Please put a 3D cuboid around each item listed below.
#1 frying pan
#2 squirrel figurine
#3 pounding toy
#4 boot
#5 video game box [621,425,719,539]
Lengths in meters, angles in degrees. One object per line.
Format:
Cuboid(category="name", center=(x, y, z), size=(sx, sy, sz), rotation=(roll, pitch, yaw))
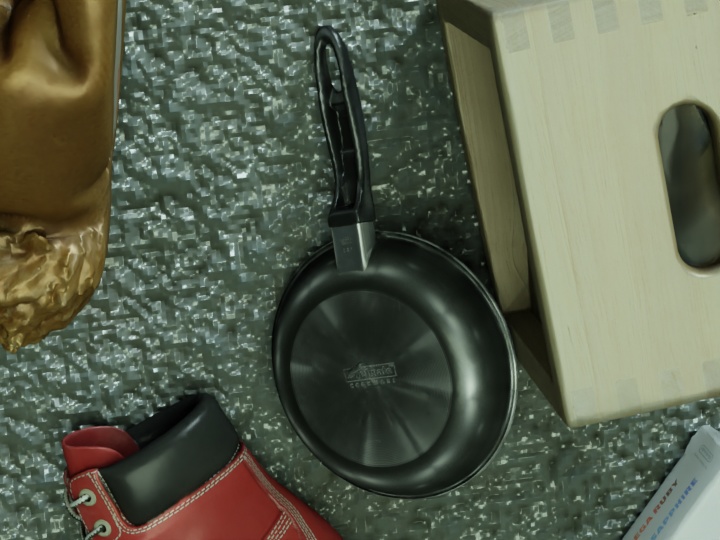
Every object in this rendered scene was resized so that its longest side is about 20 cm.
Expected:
Cuboid(category="frying pan", center=(0.015, 0.006, 1.039), size=(0.114, 0.031, 0.191), rotation=(16, 110, 23))
Cuboid(category="squirrel figurine", center=(-0.185, -0.061, 0.959), size=(0.186, 0.142, 0.201), rotation=(4, 104, -4))
Cuboid(category="pounding toy", center=(0.123, -0.027, 1.009), size=(0.141, 0.184, 0.201), rotation=(-13, 102, -3))
Cuboid(category="boot", center=(-0.109, 0.150, 1.071), size=(0.200, 0.072, 0.144), rotation=(-43, 109, -4))
Cuboid(category="video game box", center=(0.182, 0.196, 1.148), size=(0.200, 0.047, 0.183), rotation=(32, 101, -18))
